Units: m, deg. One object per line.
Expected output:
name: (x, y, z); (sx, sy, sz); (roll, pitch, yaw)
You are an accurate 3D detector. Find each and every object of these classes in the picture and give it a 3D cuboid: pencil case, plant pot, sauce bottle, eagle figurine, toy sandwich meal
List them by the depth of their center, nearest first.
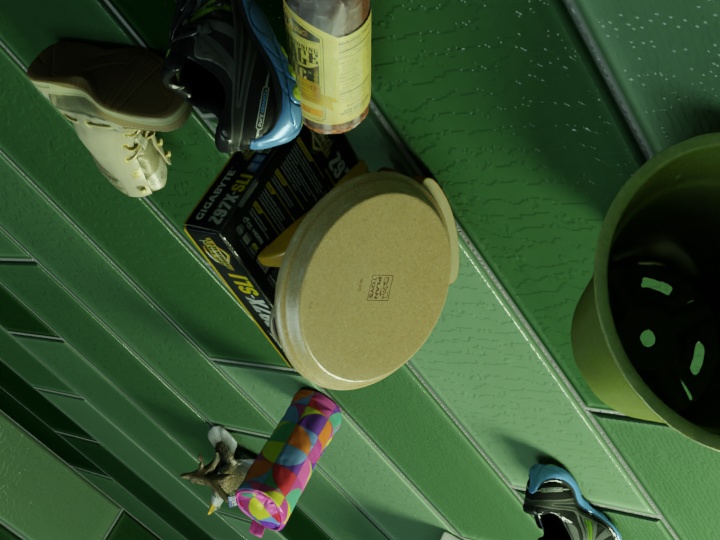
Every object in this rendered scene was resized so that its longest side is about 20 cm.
plant pot: (0.231, 0.034, 0.720); (0.198, 0.202, 0.190); (29, 166, 3)
sauce bottle: (-0.024, -0.183, 0.727); (0.065, 0.066, 0.201); (22, 148, 17)
toy sandwich meal: (0.000, 0.000, 0.870); (0.070, 0.206, 0.206); (25, 158, 48)
pencil case: (-0.097, 0.255, 1.398); (0.087, 0.201, 0.089); (18, 137, 18)
eagle figurine: (-0.231, 0.374, 1.864); (0.199, 0.150, 0.153); (19, -140, -59)

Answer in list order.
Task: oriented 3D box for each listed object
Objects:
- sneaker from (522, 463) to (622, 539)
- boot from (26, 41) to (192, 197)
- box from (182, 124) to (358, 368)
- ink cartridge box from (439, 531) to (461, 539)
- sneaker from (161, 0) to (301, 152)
sneaker: (0.254, 0.316, 1.262); (0.070, 0.083, 0.200); (-1, 139, 48)
boot: (-0.216, -0.135, 1.000); (0.198, 0.073, 0.156); (16, 149, 32)
box: (-0.051, -0.030, 0.907); (0.049, 0.161, 0.201); (9, 147, 36)
ink cartridge box: (0.155, 0.548, 1.691); (0.143, 0.148, 0.201); (26, 153, 10)
sneaker: (-0.112, -0.171, 0.744); (0.202, 0.082, 0.071); (62, 163, 21)
